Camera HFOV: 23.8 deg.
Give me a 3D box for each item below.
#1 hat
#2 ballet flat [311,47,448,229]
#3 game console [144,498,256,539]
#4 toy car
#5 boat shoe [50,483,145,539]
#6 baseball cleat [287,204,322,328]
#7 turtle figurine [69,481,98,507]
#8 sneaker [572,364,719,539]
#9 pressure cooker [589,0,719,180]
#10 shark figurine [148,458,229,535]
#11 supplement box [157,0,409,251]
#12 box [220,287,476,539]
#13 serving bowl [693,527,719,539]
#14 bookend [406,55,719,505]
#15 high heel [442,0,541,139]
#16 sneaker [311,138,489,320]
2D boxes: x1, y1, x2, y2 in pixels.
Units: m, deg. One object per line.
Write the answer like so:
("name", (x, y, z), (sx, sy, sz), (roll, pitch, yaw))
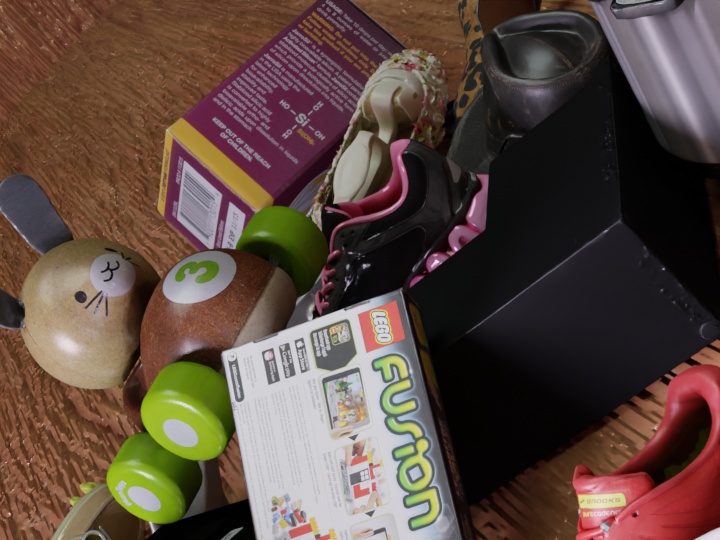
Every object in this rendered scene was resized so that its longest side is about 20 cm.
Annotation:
("hat", (0.123, -0.125, 1.151), (0.199, 0.081, 0.201), (-25, 30, 16))
("ballet flat", (0.017, -0.095, 1.273), (0.075, 0.064, 0.202), (9, 63, 20))
("game console", (-0.108, 0.220, 0.948), (0.174, 0.118, 0.200), (-20, 6, 26))
("toy car", (-0.147, 0.020, 1.029), (0.165, 0.199, 0.158), (-62, 3, -41))
("boat shoe", (-0.189, 0.237, 1.170), (0.063, 0.073, 0.202), (-13, 41, 43))
("baseball cleat", (-0.040, 0.006, 1.326), (0.200, 0.070, 0.106), (-48, 7, -18))
("turtle figurine", (-0.148, 0.122, 1.301), (0.162, 0.064, 0.200), (-50, 17, 7))
("sneaker", (0.117, 0.128, 0.762), (0.201, 0.085, 0.077), (-53, 22, -18))
("pressure cooker", (0.205, -0.172, 0.934), (0.177, 0.201, 0.176), (-29, 26, 6))
("shark figurine", (-0.098, 0.141, 1.144), (0.088, 0.129, 0.217), (1, 62, 9))
("supplement box", (-0.059, -0.107, 1.380), (0.200, 0.103, 0.131), (-44, -13, -25))
("box", (-0.001, 0.120, 0.881), (0.109, 0.035, 0.202), (-19, 64, 13))
("serving bowl", (0.147, 0.187, 0.627), (0.200, 0.066, 0.201), (-38, 22, 19))
("bookend", (0.101, 0.006, 0.999), (0.199, 0.092, 0.199), (-38, 21, 24))
("high heel", (0.122, -0.188, 1.324), (0.202, 0.071, 0.142), (-65, 20, -8))
("sneaker", (0.000, 0.000, 1.102), (0.201, 0.095, 0.079), (-52, 23, 8))
